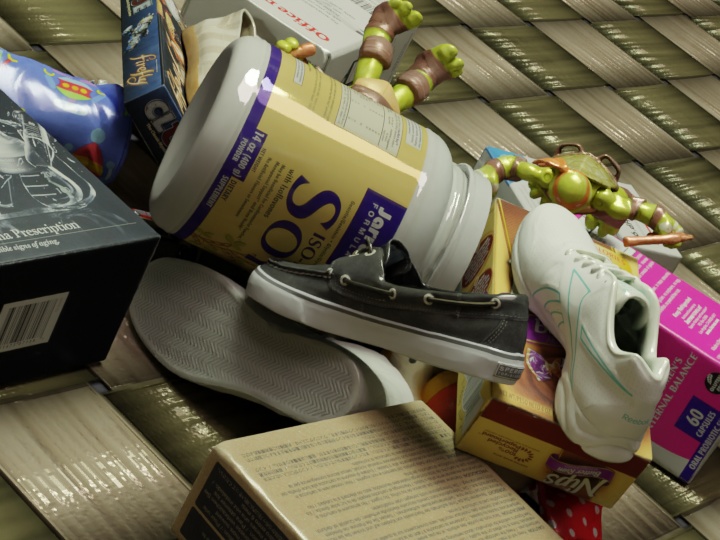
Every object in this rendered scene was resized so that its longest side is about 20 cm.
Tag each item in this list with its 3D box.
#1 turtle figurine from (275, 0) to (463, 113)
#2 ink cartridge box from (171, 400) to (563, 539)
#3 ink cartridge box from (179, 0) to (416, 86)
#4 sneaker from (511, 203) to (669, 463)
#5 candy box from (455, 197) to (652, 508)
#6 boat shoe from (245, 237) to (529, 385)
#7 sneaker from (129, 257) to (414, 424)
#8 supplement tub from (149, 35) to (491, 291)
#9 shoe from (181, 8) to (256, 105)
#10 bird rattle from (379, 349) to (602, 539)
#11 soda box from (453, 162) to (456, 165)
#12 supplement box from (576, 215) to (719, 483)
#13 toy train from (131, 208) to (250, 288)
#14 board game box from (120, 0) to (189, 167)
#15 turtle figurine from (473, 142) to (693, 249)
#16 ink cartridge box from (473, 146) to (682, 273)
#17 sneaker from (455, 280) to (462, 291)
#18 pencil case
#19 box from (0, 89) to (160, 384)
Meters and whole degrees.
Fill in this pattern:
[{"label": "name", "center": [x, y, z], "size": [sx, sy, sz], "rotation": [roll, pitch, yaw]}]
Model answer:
[{"label": "turtle figurine", "center": [0.015, -0.118, 1.466], "size": [0.200, 0.064, 0.161], "rotation": [37, 54, -4]}, {"label": "ink cartridge box", "center": [0.014, 0.166, 1.159], "size": [0.200, 0.075, 0.165], "rotation": [-6, 44, -50]}, {"label": "ink cartridge box", "center": [-0.057, -0.215, 1.744], "size": [0.145, 0.084, 0.200], "rotation": [34, 27, 13]}, {"label": "sneaker", "center": [0.153, 0.023, 1.229], "size": [0.070, 0.080, 0.201], "rotation": [9, 42, -25]}, {"label": "candy box", "center": [0.126, 0.051, 1.290], "size": [0.116, 0.057, 0.200], "rotation": [22, 37, -14]}, {"label": "boat shoe", "center": [0.018, 0.014, 1.213], "size": [0.200, 0.066, 0.070], "rotation": [18, 5, 35]}, {"label": "sneaker", "center": [-0.057, 0.060, 1.300], "size": [0.200, 0.074, 0.116], "rotation": [29, 1, 31]}, {"label": "supplement tub", "center": [-0.027, -0.054, 1.318], "size": [0.200, 0.146, 0.146], "rotation": [27, 26, -13]}, {"label": "shoe", "center": [-0.095, -0.132, 1.454], "size": [0.200, 0.053, 0.070], "rotation": [-104, 168, -49]}, {"label": "bird rattle", "center": [0.092, 0.110, 1.349], "size": [0.163, 0.113, 0.200], "rotation": [2, 48, -21]}, {"label": "soda box", "center": [-0.001, -0.077, 1.544], "size": [0.200, 0.068, 0.064], "rotation": [24, 29, -26]}, {"label": "supplement box", "center": [0.206, 0.055, 1.503], "size": [0.200, 0.101, 0.103], "rotation": [34, 28, 13]}, {"label": "toy train", "center": [-0.154, -0.023, 1.381], "size": [0.199, 0.034, 0.046], "rotation": [15, 17, -24]}, {"label": "board game box", "center": [-0.137, -0.128, 1.486], "size": [0.200, 0.035, 0.136], "rotation": [-102, 167, -56]}, {"label": "turtle figurine", "center": [0.150, -0.063, 1.433], "size": [0.199, 0.065, 0.161], "rotation": [14, 4, 8]}, {"label": "ink cartridge box", "center": [0.194, -0.030, 1.677], "size": [0.199, 0.068, 0.116], "rotation": [13, 31, -29]}, {"label": "sneaker", "center": [0.000, 0.000, 1.461], "size": [0.200, 0.075, 0.087], "rotation": [31, -13, 29]}, {"label": "pencil case", "center": [-0.258, -0.125, 1.403], "size": [0.199, 0.078, 0.087], "rotation": [19, 56, -19]}, {"label": "box", "center": [-0.263, -0.022, 1.195], "size": [0.182, 0.104, 0.200], "rotation": [40, 29, 24]}]
